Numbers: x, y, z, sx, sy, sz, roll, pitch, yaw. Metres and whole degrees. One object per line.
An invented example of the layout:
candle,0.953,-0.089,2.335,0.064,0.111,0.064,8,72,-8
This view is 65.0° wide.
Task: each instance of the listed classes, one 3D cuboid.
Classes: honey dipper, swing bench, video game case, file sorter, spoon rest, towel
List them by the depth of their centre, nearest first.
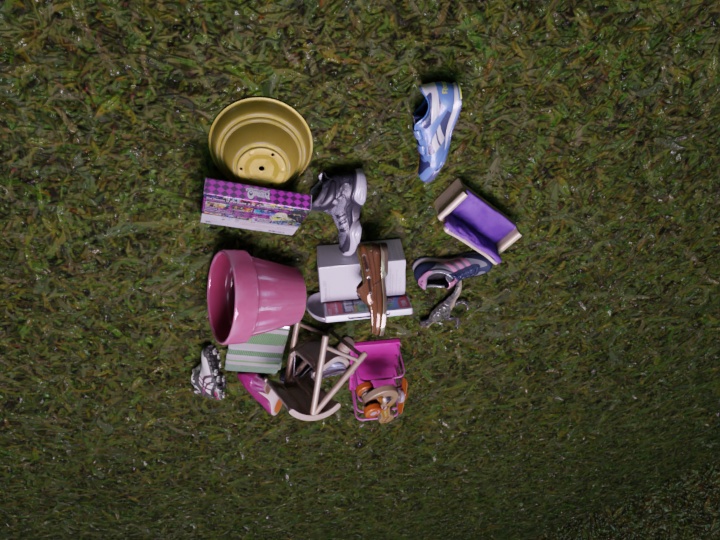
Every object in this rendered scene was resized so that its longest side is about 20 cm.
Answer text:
video game case,-0.210,-0.120,1.109,0.197,0.036,0.181,7,166,-16
video game case,0.011,0.067,1.317,0.197,0.143,0.018,-5,118,-6
swing bench,-0.115,0.237,1.363,0.129,0.198,0.202,26,90,-30
spoon rest,-0.037,0.080,1.366,0.197,0.100,0.061,-3,127,-28
towel,-0.269,0.199,1.474,0.150,0.024,0.201,6,133,-15
honey dipper,-0.078,0.254,1.553,0.038,0.038,0.201,16,131,-24
file sorter,0.044,0.307,1.561,0.137,0.126,0.202,-4,134,-7

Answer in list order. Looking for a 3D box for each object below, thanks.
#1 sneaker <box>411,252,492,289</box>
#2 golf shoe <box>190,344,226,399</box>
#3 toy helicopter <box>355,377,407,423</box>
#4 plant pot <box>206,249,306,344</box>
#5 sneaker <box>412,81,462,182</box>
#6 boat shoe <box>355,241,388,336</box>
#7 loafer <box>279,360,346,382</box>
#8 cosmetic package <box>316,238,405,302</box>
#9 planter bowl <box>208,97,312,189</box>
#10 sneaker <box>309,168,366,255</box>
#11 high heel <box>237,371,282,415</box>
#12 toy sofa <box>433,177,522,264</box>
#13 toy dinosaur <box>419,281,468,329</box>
sneaker,0.225,0.010,1.344,0.197,0.083,0.071,-7,134,-4
golf shoe,-0.407,0.273,1.483,0.087,0.078,0.202,2,133,-2
toy helicopter,0.068,0.349,1.485,0.131,0.079,0.201,-20,144,-6
plant pot,-0.224,0.057,1.243,0.177,0.201,0.201,1,135,-32
sneaker,0.131,-0.265,1.076,0.081,0.074,0.202,3,125,-11
boat shoe,0.022,0.040,1.213,0.067,0.072,0.203,-1,95,-7
loafer,-0.127,0.277,1.521,0.198,0.072,0.063,-22,122,24
cosmetic package,0.000,0.000,1.292,0.197,0.082,0.114,-8,133,-4
planter bowl,-0.185,-0.211,1.057,0.197,0.084,0.202,-5,133,-5
sneaker,-0.053,-0.121,1.176,0.112,0.076,0.202,1,127,-11
high heel,-0.282,0.347,1.600,0.095,0.068,0.201,18,154,19
toy sofa,0.260,-0.104,1.232,0.199,0.098,0.083,29,123,-31
toy dinosaur,0.231,0.099,1.457,0.087,0.048,0.201,22,123,-20
